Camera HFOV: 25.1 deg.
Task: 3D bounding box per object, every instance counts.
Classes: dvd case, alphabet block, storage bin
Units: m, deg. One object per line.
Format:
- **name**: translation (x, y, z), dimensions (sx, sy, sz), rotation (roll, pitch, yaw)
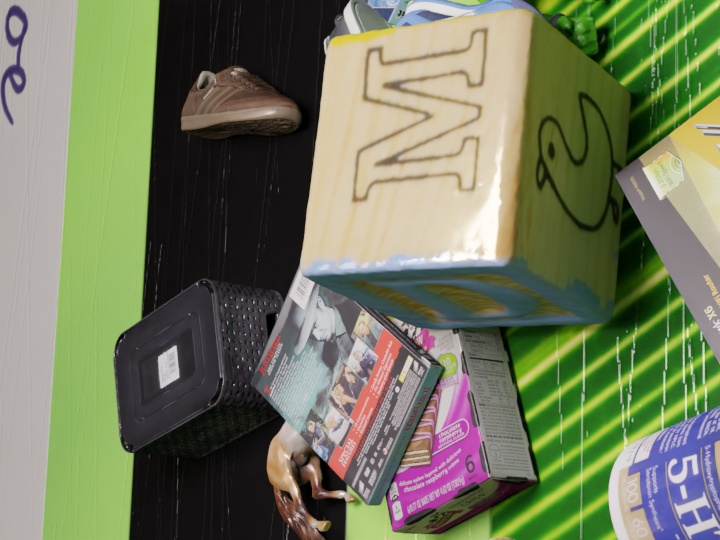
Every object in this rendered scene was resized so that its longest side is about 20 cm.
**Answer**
- **dvd case**: translation (-0.017, 0.095, 1.460), dimensions (0.200, 0.022, 0.147), rotation (40, 115, 41)
- **alphabet block**: translation (0.087, -0.072, 1.296), dimensions (0.195, 0.195, 0.202), rotation (-2, 74, 33)
- **storage bin**: translation (-0.168, 0.107, 1.701), dimensions (0.200, 0.093, 0.136), rotation (-32, 58, 44)

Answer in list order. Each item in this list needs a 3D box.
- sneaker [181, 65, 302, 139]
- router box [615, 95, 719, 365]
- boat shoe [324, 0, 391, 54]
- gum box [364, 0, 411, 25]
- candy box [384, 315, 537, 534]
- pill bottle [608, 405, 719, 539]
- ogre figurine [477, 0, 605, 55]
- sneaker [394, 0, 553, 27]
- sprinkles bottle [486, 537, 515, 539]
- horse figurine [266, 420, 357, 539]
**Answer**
- **sneaker**: translation (-0.131, -0.186, 1.738), dimensions (0.199, 0.070, 0.076), rotation (2, 83, 51)
- **router box**: translation (0.293, -0.034, 1.154), dimensions (0.157, 0.052, 0.201), rotation (-38, 52, 20)
- **boat shoe**: translation (0.012, -0.175, 1.558), dimensions (0.060, 0.075, 0.201), rotation (-48, 36, 33)
- **gum box**: translation (0.045, -0.360, 1.575), dimensions (0.170, 0.044, 0.201), rotation (48, 118, 45)
- **candy box**: translation (0.070, 0.114, 1.424), dimensions (0.136, 0.061, 0.201), rotation (-37, 54, 42)
- **pill bottle**: translation (0.279, 0.144, 1.108), dimensions (0.200, 0.119, 0.121), rotation (-32, 58, 44)
- **ogre figurine**: translation (0.134, -0.273, 1.395), dimensions (0.200, 0.098, 0.120), rotation (54, 147, -14)
- **sneaker**: translation (0.092, -0.185, 1.387), dimensions (0.082, 0.074, 0.199), rotation (-49, 30, -22)
- **sprinkles bottle**: translation (0.129, 0.317, 1.299), dimensions (0.068, 0.068, 0.201), rotation (-46, 49, 35)
- **horse figurine**: translation (-0.042, 0.167, 1.564), dimensions (0.132, 0.050, 0.201), rotation (30, 103, 44)
